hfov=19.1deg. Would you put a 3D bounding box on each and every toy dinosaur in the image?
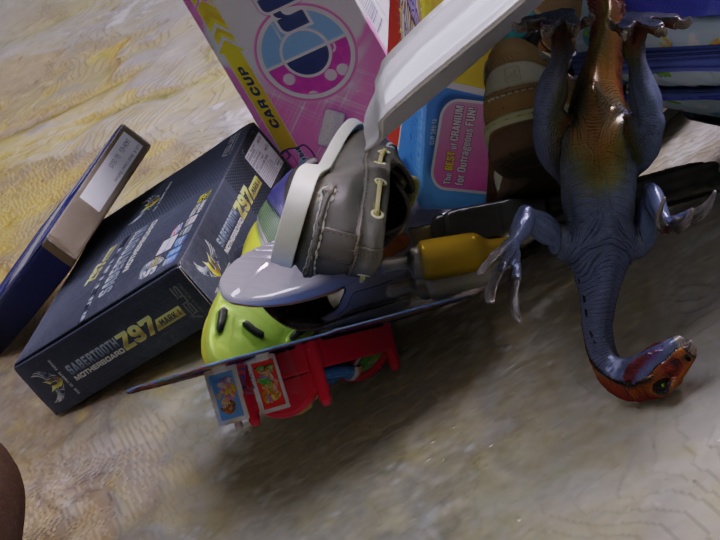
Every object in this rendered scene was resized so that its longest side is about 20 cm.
[{"bbox_3d":[0.132,-0.036,1.056,0.104,0.183,0.200,1,21,20],"label":"toy dinosaur"}]

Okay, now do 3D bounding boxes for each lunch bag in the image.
[{"bbox_3d":[0.217,-0.123,1.125,0.199,0.160,0.083,5,87,53],"label":"lunch bag"}]

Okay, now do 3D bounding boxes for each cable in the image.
[{"bbox_3d":[0.112,-0.018,1.216,0.198,0.051,0.097,-9,-10,15],"label":"cable"}]

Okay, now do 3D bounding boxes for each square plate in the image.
[{"bbox_3d":[0.073,-0.139,1.074,0.198,0.028,0.200,-41,0,-2],"label":"square plate"}]

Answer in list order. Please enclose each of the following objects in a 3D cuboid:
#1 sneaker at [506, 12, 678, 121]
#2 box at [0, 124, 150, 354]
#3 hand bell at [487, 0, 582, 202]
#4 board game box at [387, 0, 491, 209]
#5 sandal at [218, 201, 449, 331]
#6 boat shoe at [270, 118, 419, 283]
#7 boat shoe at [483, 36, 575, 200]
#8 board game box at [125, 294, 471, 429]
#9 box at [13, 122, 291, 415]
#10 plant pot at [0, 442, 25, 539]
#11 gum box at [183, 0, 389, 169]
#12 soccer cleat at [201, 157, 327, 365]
[{"bbox_3d":[0.120,-0.147,1.349,0.084,0.121,0.200,-41,24,-21],"label":"sneaker"},{"bbox_3d":[-0.228,-0.014,1.582,0.200,0.032,0.122,-41,16,50],"label":"box"},{"bbox_3d":[0.112,-0.123,1.273,0.104,0.103,0.201,-76,6,-60],"label":"hand bell"},{"bbox_3d":[0.048,-0.155,1.265,0.040,0.202,0.153,-1,21,-8],"label":"board game box"},{"bbox_3d":[0.006,0.001,1.293,0.079,0.060,0.206,13,27,43],"label":"sandal"},{"bbox_3d":[-0.001,-0.037,1.214,0.060,0.073,0.202,17,16,6],"label":"boat shoe"},{"bbox_3d":[0.102,-0.087,1.199,0.071,0.077,0.200,-13,-10,4],"label":"boat shoe"},{"bbox_3d":[-0.030,0.059,1.192,0.198,0.039,0.158,-14,-3,-16],"label":"board game box"},{"bbox_3d":[-0.140,-0.004,1.475,0.157,0.051,0.200,-31,20,29],"label":"box"},{"bbox_3d":[-0.267,0.161,1.194,0.186,0.188,0.200,-24,9,20],"label":"plant pot"},{"bbox_3d":[-0.041,-0.173,1.513,0.113,0.201,0.066,-21,24,22],"label":"gum box"},{"bbox_3d":[-0.055,0.012,1.363,0.084,0.064,0.201,-53,9,42],"label":"soccer cleat"}]
